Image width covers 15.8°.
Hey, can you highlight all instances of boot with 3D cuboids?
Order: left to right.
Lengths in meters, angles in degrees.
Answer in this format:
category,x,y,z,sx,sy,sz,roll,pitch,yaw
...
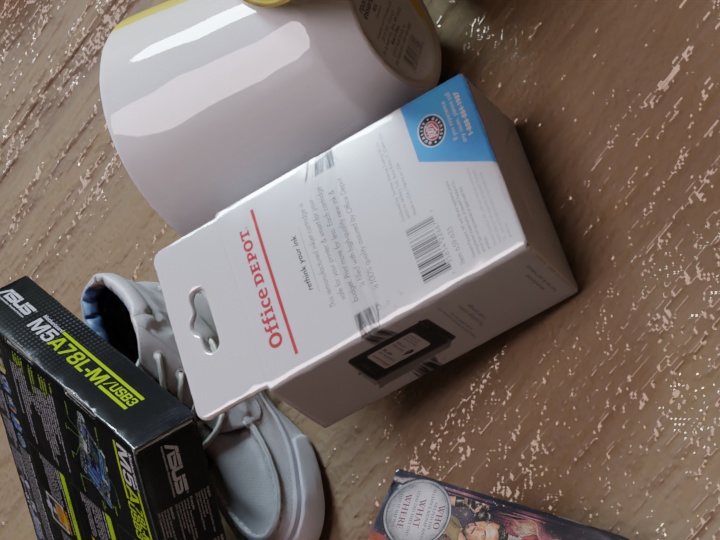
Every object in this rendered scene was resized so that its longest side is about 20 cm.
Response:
category,x,y,z,sx,sy,sz,roll,pitch,yaw
boot,-0.098,0.083,1.469,0.074,0.096,0.200,-53,47,24

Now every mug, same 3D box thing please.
category,x,y,z,sx,sy,sz,roll,pitch,yaw
mug,-0.045,-0.122,1.438,0.153,0.149,0.187,-27,72,31

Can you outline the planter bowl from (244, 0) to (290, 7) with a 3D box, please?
category,x,y,z,sx,sy,sz,roll,pitch,yaw
planter bowl,-0.027,-0.242,1.351,0.200,0.083,0.201,33,129,54

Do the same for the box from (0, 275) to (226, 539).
category,x,y,z,sx,sy,sz,roll,pitch,yaw
box,-0.138,0.126,1.458,0.193,0.047,0.200,31,142,46

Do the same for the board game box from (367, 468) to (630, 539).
category,x,y,z,sx,sy,sz,roll,pitch,yaw
board game box,0.043,0.208,1.255,0.135,0.035,0.200,14,72,29

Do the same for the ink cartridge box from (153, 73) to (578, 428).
category,x,y,z,sx,sy,sz,roll,pitch,yaw
ink cartridge box,0.000,0.000,1.365,0.200,0.067,0.116,-29,57,17
